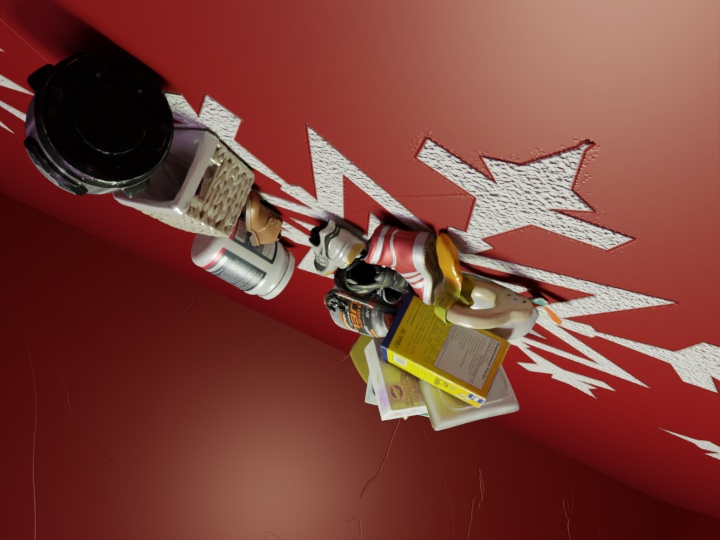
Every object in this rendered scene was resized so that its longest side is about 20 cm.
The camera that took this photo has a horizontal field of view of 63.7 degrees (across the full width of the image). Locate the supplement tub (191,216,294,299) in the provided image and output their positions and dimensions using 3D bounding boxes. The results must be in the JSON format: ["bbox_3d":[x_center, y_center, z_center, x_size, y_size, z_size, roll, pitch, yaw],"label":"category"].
[{"bbox_3d":[-0.260,-0.035,1.291,0.199,0.142,0.140,34,164,-33],"label":"supplement tub"}]

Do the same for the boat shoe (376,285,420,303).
[{"bbox_3d":[0.059,0.030,1.131,0.071,0.068,0.199,34,164,-35],"label":"boat shoe"}]

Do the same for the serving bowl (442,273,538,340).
[{"bbox_3d":[0.214,0.077,1.047,0.198,0.066,0.200,24,166,6],"label":"serving bowl"}]

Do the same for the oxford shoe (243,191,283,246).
[{"bbox_3d":[-0.185,-0.103,1.107,0.070,0.072,0.200,-4,166,-2],"label":"oxford shoe"}]

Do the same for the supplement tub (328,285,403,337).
[{"bbox_3d":[0.033,0.082,1.257,0.122,0.124,0.199,35,163,-38],"label":"supplement tub"}]

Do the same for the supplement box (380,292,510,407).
[{"bbox_3d":[0.147,0.143,1.032,0.198,0.110,0.110,26,164,13],"label":"supplement box"}]

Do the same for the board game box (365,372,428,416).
[{"bbox_3d":[0.120,0.230,1.265,0.197,0.150,0.064,9,-177,15],"label":"board game box"}]

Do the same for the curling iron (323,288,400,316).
[{"bbox_3d":[0.023,0.072,1.134,0.197,0.026,0.050,11,127,-12],"label":"curling iron"}]

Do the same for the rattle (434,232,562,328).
[{"bbox_3d":[0.213,0.013,0.887,0.197,0.145,0.130,2,-171,7],"label":"rattle"}]

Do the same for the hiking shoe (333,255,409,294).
[{"bbox_3d":[0.000,0.000,1.074,0.100,0.077,0.199,12,167,-38],"label":"hiking shoe"}]

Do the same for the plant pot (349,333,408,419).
[{"bbox_3d":[0.089,0.197,1.398,0.199,0.197,0.194,35,-172,6],"label":"plant pot"}]

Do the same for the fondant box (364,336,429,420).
[{"bbox_3d":[0.120,0.199,1.134,0.198,0.146,0.058,-4,152,-23],"label":"fondant box"}]

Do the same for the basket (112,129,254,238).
[{"bbox_3d":[-0.289,-0.143,0.956,0.198,0.137,0.123,13,167,39],"label":"basket"}]

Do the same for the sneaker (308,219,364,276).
[{"bbox_3d":[-0.058,-0.048,1.075,0.088,0.076,0.200,42,160,-8],"label":"sneaker"}]

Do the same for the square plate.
[{"bbox_3d":[0.197,0.189,1.118,0.198,0.200,0.029,-6,153,-25],"label":"square plate"}]

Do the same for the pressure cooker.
[{"bbox_3d":[-0.366,-0.193,0.809,0.177,0.178,0.199,0,-177,-35],"label":"pressure cooker"}]

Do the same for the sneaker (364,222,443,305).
[{"bbox_3d":[0.072,-0.012,0.944,0.111,0.072,0.201,15,156,20],"label":"sneaker"}]
